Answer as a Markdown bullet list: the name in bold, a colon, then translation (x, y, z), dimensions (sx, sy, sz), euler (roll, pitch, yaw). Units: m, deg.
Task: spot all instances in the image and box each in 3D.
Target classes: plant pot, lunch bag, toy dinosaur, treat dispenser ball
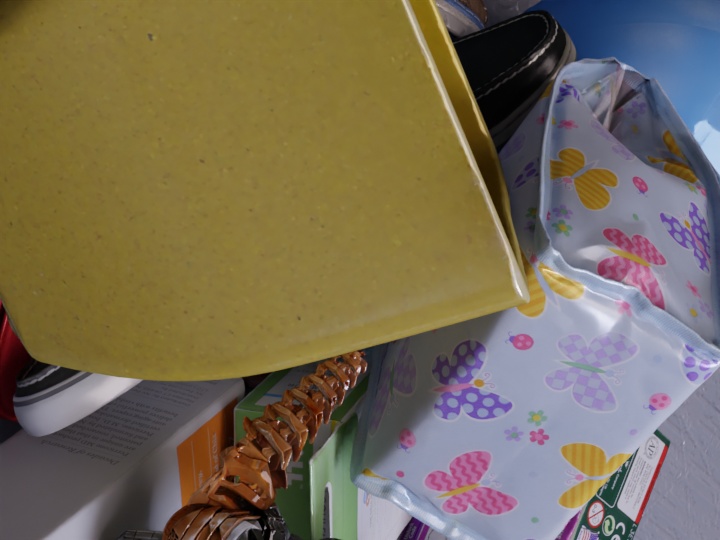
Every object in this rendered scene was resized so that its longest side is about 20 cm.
- **plant pot**: translation (-0.063, -0.066, 0.820), dimensions (0.196, 0.199, 0.195), euler (-87, 154, -71)
- **lunch bag**: translation (0.091, 0.011, 0.963), dimensions (0.127, 0.170, 0.201), euler (28, 33, -14)
- **toy dinosaur**: translation (-0.044, 0.133, 0.859), dimensions (0.102, 0.135, 0.201), euler (-49, 162, -58)
- **treat dispenser ball**: translation (0.152, -0.064, 1.130), dimensions (0.200, 0.200, 0.202), euler (-11, 105, -47)

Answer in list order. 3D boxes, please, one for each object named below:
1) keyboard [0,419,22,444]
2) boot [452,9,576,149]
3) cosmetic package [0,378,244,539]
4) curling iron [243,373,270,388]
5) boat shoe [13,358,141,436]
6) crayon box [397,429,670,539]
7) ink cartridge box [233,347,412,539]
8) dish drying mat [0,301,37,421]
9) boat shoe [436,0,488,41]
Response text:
- **keyboard**: translation (-0.182, 0.133, 0.965), dimensions (0.056, 0.011, 0.201), euler (25, 77, -42)
- **boot**: translation (-0.005, -0.114, 1.014), dimensions (0.203, 0.074, 0.154), euler (-27, 120, 3)
- **cosmetic package**: translation (-0.131, 0.126, 0.932), dimensions (0.200, 0.071, 0.102), euler (-39, 134, -52)
- **curling iron**: translation (-0.049, 0.043, 1.081), dimensions (0.200, 0.025, 0.050), euler (47, 66, -42)
- **boat shoe**: translation (-0.095, -0.003, 0.949), dimensions (0.200, 0.068, 0.057), euler (-44, 109, -31)
- **crayon box**: translation (0.053, 0.157, 1.106), dimensions (0.058, 0.172, 0.201), euler (40, 68, -41)
- **ink cartridge box**: translation (-0.023, 0.106, 1.002), dimensions (0.200, 0.059, 0.105), euler (-44, 137, -70)
- **dish drying mat**: translation (-0.135, -0.027, 0.934), dimensions (0.077, 0.018, 0.201), euler (1, 106, -59)
- **boat shoe**: translation (-0.008, -0.175, 1.065), dimensions (0.200, 0.072, 0.073), euler (38, 49, -39)
